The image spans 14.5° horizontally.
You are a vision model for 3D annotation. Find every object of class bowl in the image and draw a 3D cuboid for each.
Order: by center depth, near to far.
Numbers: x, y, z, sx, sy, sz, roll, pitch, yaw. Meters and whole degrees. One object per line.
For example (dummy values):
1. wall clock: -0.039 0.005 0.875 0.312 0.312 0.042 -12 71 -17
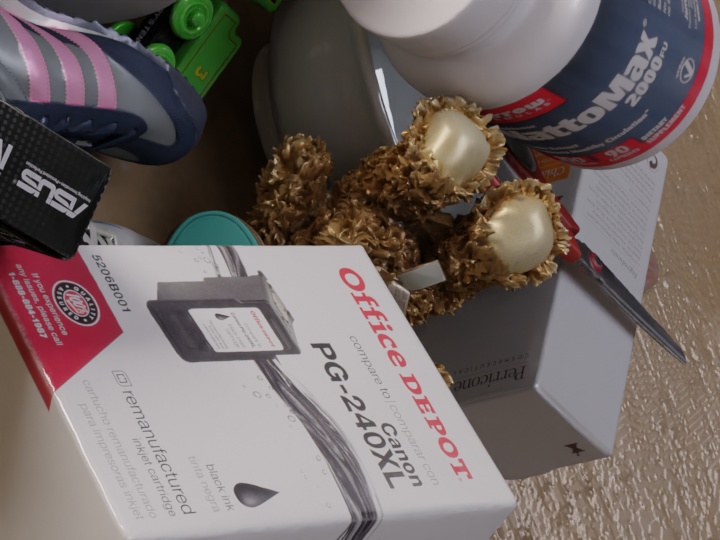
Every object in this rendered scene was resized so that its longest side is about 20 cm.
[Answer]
1. bowl: 0.007 -0.081 1.421 0.201 0.090 0.201 48 34 -47

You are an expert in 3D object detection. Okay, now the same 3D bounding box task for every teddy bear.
1. teddy bear: 0.000 0.000 1.321 0.145 0.200 0.067 32 24 -15

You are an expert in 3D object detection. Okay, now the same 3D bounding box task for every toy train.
1. toy train: -0.049 -0.158 1.342 0.200 0.042 0.056 -53 138 -1

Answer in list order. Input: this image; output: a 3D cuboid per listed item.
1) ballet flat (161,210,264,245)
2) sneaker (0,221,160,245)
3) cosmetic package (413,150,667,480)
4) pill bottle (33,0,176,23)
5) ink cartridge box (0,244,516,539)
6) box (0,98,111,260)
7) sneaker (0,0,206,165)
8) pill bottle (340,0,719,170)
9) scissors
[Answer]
1. ballet flat: -0.054 0.073 1.258 0.072 0.068 0.200 82 -7 -62
2. sneaker: -0.141 -0.002 1.230 0.200 0.072 0.072 11 68 -52
3. cosmetic package: 0.091 0.009 1.508 0.071 0.101 0.200 43 46 -35
4. pill bottle: -0.129 -0.219 1.287 0.113 0.113 0.200 9 71 -52
5. ink cartridge box: -0.058 0.066 1.116 0.200 0.083 0.145 -2 50 -42
6. box: -0.221 -0.075 1.043 0.193 0.200 0.048 30 80 -44
7. sneaker: -0.151 -0.074 1.244 0.200 0.070 0.082 25 52 -37
8. pill bottle: 0.076 -0.125 1.333 0.200 0.120 0.120 20 62 -55
9. scissors: 0.108 -0.006 1.435 0.200 0.014 0.073 53 24 -22
